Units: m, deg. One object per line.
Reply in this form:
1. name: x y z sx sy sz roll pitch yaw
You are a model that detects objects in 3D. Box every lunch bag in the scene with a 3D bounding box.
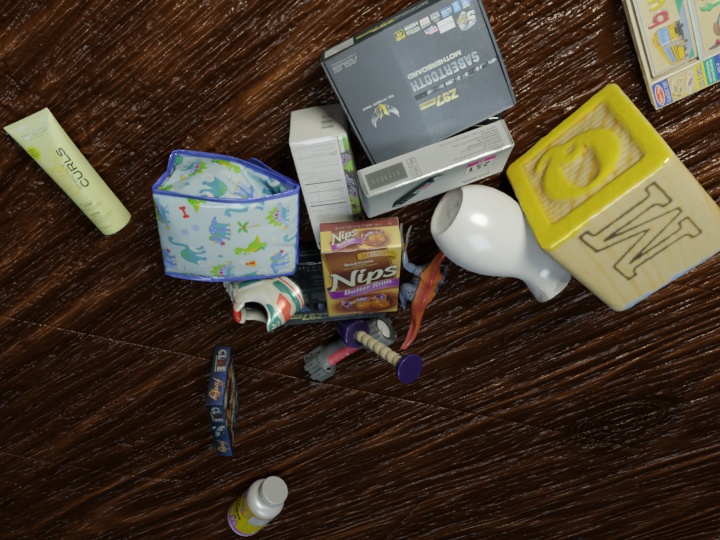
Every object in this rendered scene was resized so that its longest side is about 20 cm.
1. lunch bag: -0.188 -0.074 0.930 0.199 0.128 0.170 9 136 2

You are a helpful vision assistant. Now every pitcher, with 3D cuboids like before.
1. pitcher: 0.207 -0.062 0.936 0.199 0.172 0.121 25 131 -20

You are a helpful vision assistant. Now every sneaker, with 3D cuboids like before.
1. sneaker: -0.188 0.029 1.004 0.199 0.093 0.070 28 145 22

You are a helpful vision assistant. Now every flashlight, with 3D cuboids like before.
1. flashlight: -0.022 0.155 1.221 0.068 0.068 0.200 31 126 -34

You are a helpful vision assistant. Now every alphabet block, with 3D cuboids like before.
1. alphabet block: 0.357 -0.097 0.880 0.200 0.196 0.196 32 121 -32

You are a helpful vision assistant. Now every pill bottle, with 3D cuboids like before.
1. pill bottle: -0.270 0.622 1.668 0.104 0.105 0.200 22 131 -24

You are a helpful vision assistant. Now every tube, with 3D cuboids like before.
1. tube: -0.416 -0.138 0.909 0.058 0.052 0.200 -43 130 -17

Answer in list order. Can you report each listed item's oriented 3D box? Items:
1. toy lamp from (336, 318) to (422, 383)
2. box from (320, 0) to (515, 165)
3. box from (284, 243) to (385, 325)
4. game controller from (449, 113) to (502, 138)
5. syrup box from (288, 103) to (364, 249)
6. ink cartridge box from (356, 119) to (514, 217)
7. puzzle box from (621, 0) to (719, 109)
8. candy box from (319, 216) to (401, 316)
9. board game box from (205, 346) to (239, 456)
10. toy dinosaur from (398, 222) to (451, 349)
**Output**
1. toy lamp: 0.024 0.131 1.093 0.058 0.200 0.058 -12 112 -32
2. box: 0.073 -0.239 0.782 0.199 0.051 0.158 -22 123 12
3. box: -0.058 0.022 1.090 0.199 0.051 0.158 -5 136 2
4. game controller: 0.099 -0.227 0.855 0.199 0.042 0.105 0 122 -4
5. syrup box: -0.044 -0.131 0.910 0.081 0.079 0.200 -8 136 5
6. ink cartridge box: 0.097 -0.122 0.863 0.199 0.044 0.174 -20 167 -1
7. puzzle box: 0.412 -0.310 0.786 0.133 0.025 0.200 -24 133 21
8. candy box: 0.000 0.000 0.966 0.116 0.057 0.200 -5 148 -2
9. board game box: -0.277 0.267 1.275 0.034 0.136 0.200 1 137 -4
10. toy dinosaur: 0.122 0.018 1.034 0.105 0.201 0.181 -7 171 -17
